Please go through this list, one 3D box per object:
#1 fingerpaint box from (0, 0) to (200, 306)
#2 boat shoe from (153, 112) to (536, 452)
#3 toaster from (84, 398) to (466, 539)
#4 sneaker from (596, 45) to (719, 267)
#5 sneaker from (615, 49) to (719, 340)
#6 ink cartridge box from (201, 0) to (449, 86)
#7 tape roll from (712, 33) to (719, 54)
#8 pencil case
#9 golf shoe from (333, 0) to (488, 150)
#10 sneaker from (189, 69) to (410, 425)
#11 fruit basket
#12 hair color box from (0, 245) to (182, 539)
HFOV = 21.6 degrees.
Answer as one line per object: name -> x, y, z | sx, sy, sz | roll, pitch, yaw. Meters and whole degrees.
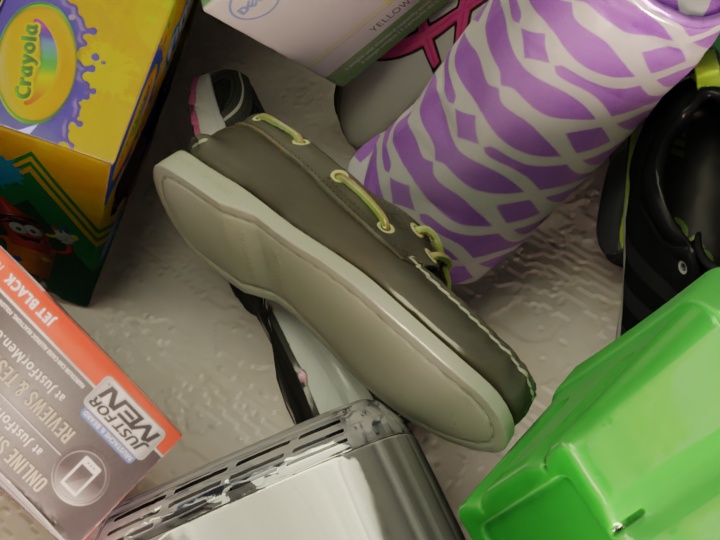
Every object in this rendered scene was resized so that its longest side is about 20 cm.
fingerpaint box -> -0.120, -0.108, 0.872 | 0.073, 0.167, 0.201 | 18, 65, -4
boat shoe -> 0.000, -0.002, 0.762 | 0.060, 0.072, 0.201 | -38, 54, -24
toaster -> -0.024, 0.135, 0.738 | 0.199, 0.114, 0.130 | -24, 79, 3
sneaker -> 0.128, -0.090, 0.877 | 0.081, 0.074, 0.201 | -5, 60, 32
sneaker -> 0.137, 0.013, 0.766 | 0.071, 0.083, 0.201 | -7, 89, 2
ink cartridge box -> -0.019, -0.162, 0.758 | 0.145, 0.200, 0.048 | -37, 59, 21
tape roll -> 0.217, -0.133, 0.812 | 0.200, 0.048, 0.201 | 18, 54, -26
pencil case -> 0.070, -0.075, 0.778 | 0.084, 0.200, 0.086 | 18, 49, -26
golf shoe -> 0.064, -0.106, 0.848 | 0.200, 0.072, 0.092 | -39, 47, 30
sneaker -> -0.015, -0.008, 0.863 | 0.086, 0.080, 0.201 | -20, 67, -12
fruit basket -> 0.170, 0.094, 0.692 | 0.215, 0.156, 0.217 | 9, 65, -19
hair color box -> -0.152, 0.041, 0.774 | 0.064, 0.200, 0.111 | -45, 105, -12
